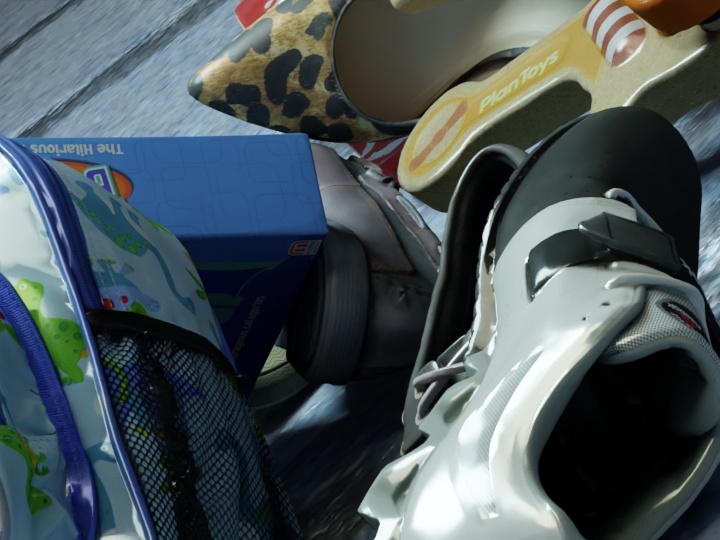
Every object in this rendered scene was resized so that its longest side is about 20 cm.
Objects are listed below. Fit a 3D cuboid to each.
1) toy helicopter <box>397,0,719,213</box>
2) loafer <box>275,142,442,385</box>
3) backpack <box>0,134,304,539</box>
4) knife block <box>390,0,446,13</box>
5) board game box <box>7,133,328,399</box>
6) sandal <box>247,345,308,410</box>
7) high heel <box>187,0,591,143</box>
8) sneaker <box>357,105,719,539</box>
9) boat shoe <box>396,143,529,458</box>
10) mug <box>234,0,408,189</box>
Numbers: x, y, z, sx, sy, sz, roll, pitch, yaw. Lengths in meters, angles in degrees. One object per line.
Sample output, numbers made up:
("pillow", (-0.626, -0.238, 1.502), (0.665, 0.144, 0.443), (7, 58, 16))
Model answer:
("toy helicopter", (0.085, -0.085, 0.967), (0.200, 0.079, 0.132), (-33, 35, 38))
("loafer", (0.000, 0.000, 1.051), (0.200, 0.063, 0.072), (-118, 35, -73))
("backpack", (-0.122, 0.062, 0.831), (0.183, 0.147, 0.200), (-36, 50, 22))
("knife block", (0.094, -0.187, 0.996), (0.200, 0.064, 0.176), (-26, -16, -21))
("board game box", (-0.127, 0.012, 0.985), (0.152, 0.200, 0.045), (116, 147, -55))
("sandal", (-0.063, 0.016, 1.175), (0.080, 0.057, 0.201), (-20, 23, -17))
("high heel", (0.039, -0.087, 1.062), (0.200, 0.071, 0.143), (-11, 5, -9))
("sneaker", (0.070, 0.024, 0.761), (0.088, 0.074, 0.200), (-29, 28, 43))
("boat shoe", (0.039, 0.022, 0.874), (0.067, 0.057, 0.200), (-36, 14, 23))
("mug", (0.041, -0.155, 1.225), (0.200, 0.178, 0.133), (-44, -21, 7))
